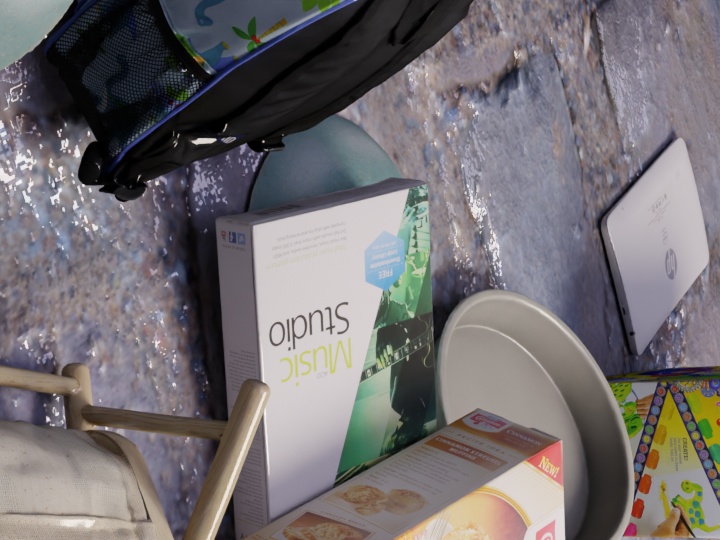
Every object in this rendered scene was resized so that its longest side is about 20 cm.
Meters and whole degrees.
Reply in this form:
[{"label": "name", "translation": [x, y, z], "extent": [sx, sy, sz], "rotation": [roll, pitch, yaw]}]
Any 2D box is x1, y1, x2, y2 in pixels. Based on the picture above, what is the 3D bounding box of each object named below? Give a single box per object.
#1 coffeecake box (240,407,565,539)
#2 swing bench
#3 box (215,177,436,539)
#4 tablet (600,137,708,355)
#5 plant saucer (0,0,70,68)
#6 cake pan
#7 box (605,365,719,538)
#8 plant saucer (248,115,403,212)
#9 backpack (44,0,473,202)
[{"label": "coffeecake box", "translation": [0.032, 0.194, 0.990], "extent": [0.199, 0.073, 0.155], "rotation": [-24, 119, -39]}, {"label": "swing bench", "translation": [-0.157, 0.133, 0.735], "extent": [0.199, 0.129, 0.202], "rotation": [17, 78, -56]}, {"label": "box", "translation": [-0.015, 0.056, 0.986], "extent": [0.144, 0.036, 0.202], "rotation": [-16, 110, -43]}, {"label": "tablet", "translation": [0.267, -0.025, 1.501], "extent": [0.200, 0.014, 0.131], "rotation": [-41, 121, -50]}, {"label": "plant saucer", "translation": [-0.198, -0.151, 0.629], "extent": [0.039, 0.200, 0.202], "rotation": [-82, 153, -60]}, {"label": "cake pan", "translation": [0.114, 0.111, 1.171], "extent": [0.200, 0.037, 0.201], "rotation": [26, 49, -35]}, {"label": "box", "translation": [0.285, 0.142, 1.347], "extent": [0.200, 0.192, 0.123], "rotation": [-1, 87, -57]}, {"label": "plant saucer", "translation": [0.000, 0.000, 1.064], "extent": [0.200, 0.038, 0.203], "rotation": [7, 82, -56]}, {"label": "backpack", "translation": [-0.049, -0.151, 0.858], "extent": [0.183, 0.199, 0.148], "rotation": [-25, 88, -53]}]
